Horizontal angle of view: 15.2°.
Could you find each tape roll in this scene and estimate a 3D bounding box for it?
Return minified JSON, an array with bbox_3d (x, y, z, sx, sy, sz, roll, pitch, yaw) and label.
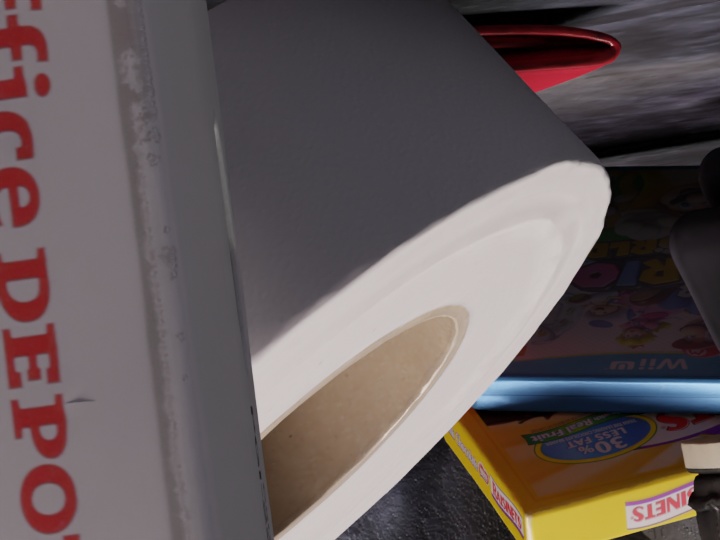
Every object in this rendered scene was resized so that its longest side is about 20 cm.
[{"bbox_3d":[-0.036,0.022,0.639,0.202,0.071,0.203,-40,166,-12],"label":"tape roll"}]

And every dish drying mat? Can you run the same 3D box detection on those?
[{"bbox_3d":[0.000,-0.051,0.833,0.076,0.018,0.200,-5,175,-24],"label":"dish drying mat"}]

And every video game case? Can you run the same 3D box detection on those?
[{"bbox_3d":[0.134,0.004,1.152,0.142,0.018,0.200,0,-153,15],"label":"video game case"}]

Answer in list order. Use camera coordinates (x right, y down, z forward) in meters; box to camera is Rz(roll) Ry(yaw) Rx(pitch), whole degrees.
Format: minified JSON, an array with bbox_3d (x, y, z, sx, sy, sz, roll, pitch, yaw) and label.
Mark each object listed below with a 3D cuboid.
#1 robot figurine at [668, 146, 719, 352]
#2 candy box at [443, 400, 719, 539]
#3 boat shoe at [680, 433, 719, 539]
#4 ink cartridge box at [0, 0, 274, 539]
[{"bbox_3d":[0.219,-0.015,0.999,0.199,0.151,0.125,-9,163,33],"label":"robot figurine"},{"bbox_3d":[0.142,0.059,1.090,0.199,0.027,0.102,-14,-150,-13],"label":"candy box"},{"bbox_3d":[0.215,0.075,0.996,0.200,0.063,0.074,-11,179,-17],"label":"boat shoe"},{"bbox_3d":[-0.121,0.009,0.450,0.199,0.146,0.085,-8,176,1],"label":"ink cartridge box"}]
